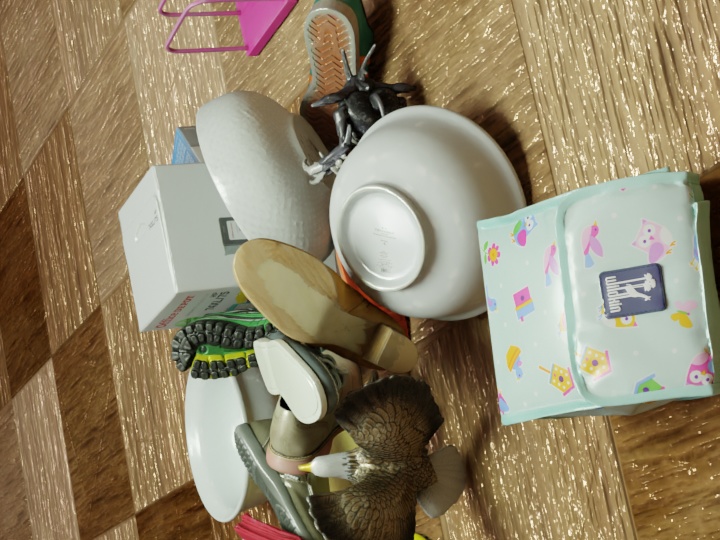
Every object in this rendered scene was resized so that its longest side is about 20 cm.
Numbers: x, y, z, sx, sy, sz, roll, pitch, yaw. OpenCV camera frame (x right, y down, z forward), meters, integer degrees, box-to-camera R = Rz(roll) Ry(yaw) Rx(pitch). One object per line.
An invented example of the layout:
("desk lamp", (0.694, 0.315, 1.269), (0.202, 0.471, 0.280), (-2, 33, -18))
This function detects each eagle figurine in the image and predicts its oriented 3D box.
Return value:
("eagle figurine", (0.016, 0.179, 1.522), (0.152, 0.151, 0.200), (58, 175, 1))

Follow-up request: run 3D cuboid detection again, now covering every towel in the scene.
("towel", (-0.043, 0.339, 1.747), (0.200, 0.022, 0.144), (55, 158, -22))

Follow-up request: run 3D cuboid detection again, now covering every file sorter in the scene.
("file sorter", (-0.172, -0.365, 1.925), (0.139, 0.125, 0.201), (139, 122, -60))

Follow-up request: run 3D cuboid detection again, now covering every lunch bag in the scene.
("lunch bag", (0.188, 0.023, 1.254), (0.200, 0.121, 0.171), (-16, 77, 56))

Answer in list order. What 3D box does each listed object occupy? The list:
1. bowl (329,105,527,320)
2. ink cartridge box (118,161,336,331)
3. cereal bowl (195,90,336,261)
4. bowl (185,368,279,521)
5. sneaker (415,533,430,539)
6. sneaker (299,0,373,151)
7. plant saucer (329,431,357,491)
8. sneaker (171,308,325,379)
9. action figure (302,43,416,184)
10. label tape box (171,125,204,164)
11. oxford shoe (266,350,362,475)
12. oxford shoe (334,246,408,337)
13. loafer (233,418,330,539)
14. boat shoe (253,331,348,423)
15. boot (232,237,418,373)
("bowl", (0.042, -0.040, 1.484), (0.200, 0.090, 0.202), (14, 113, 34))
("ink cartridge box", (-0.144, -0.030, 1.841), (0.147, 0.199, 0.147), (140, 121, -60))
("cereal bowl", (-0.078, -0.098, 1.692), (0.083, 0.200, 0.201), (-29, 60, 15))
("bowl", (-0.131, 0.188, 1.964), (0.201, 0.090, 0.202), (175, 90, -65))
("sneaker", (0.057, 0.314, 1.617), (0.200, 0.085, 0.079), (14, 107, 62))
("sneaker", (-0.018, -0.210, 1.710), (0.201, 0.071, 0.080), (94, -165, -48))
("plant saucer", (-0.014, 0.230, 1.793), (0.200, 0.048, 0.201), (54, 141, 46))
("sneaker", (-0.095, 0.069, 1.771), (0.085, 0.199, 0.078), (-72, -16, -72))
("action figure", (0.005, -0.110, 1.618), (0.102, 0.118, 0.201), (-19, 83, 56))
("label tape box", (-0.176, -0.068, 2.058), (0.200, 0.066, 0.144), (53, 140, 46))
("oxford shoe", (-0.037, 0.118, 1.632), (0.200, 0.070, 0.074), (-65, -19, -61))
("oxford shoe", (0.000, 0.000, 1.699), (0.072, 0.071, 0.201), (-176, 82, -69))
("loafer", (-0.058, 0.234, 1.751), (0.201, 0.069, 0.075), (58, 163, 15))
("boat shoe", (-0.046, 0.086, 1.501), (0.200, 0.061, 0.073), (-163, 57, -73))
("boot", (-0.045, 0.031, 1.522), (0.071, 0.201, 0.144), (-58, 18, -3))
